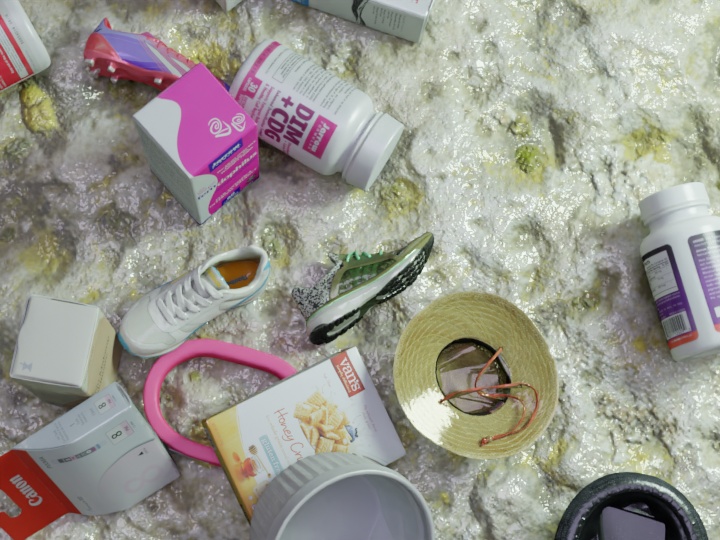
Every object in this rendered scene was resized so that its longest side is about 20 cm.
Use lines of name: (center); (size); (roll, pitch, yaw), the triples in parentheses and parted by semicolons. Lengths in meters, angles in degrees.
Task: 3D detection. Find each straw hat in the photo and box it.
straw hat: (0.129, 0.128, 1.395); (0.201, 0.085, 0.201); (1, 82, -6)

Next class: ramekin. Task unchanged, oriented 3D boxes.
ramekin: (-0.028, 0.295, 1.302); (0.200, 0.105, 0.200); (-6, 106, -24)

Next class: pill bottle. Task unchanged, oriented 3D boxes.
pill bottle: (-0.490, -0.253, 1.433); (0.200, 0.112, 0.112); (-30, 80, -10)
pill bottle: (-0.056, -0.187, 1.442); (0.200, 0.113, 0.113); (30, 77, 4)
pill bottle: (0.404, 0.001, 1.427); (0.111, 0.111, 0.200); (-13, 78, -6)

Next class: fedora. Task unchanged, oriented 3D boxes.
fedora: (0.302, 0.334, 1.353); (0.200, 0.092, 0.201); (1, 77, -3)

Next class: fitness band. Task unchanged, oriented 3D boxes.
fitness band: (-0.158, 0.159, 1.396); (0.200, 0.037, 0.144); (15, 76, -1)

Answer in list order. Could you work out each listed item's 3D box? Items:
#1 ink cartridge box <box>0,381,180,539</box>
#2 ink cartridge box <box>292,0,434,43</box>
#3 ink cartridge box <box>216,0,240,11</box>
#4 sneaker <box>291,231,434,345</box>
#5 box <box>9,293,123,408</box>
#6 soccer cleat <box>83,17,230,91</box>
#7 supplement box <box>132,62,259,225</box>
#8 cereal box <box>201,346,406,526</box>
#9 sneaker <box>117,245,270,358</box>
ink cartridge box: (-0.317, 0.230, 1.307); (0.200, 0.163, 0.057); (-36, 53, -12)
ink cartridge box: (0.009, -0.398, 1.511); (0.200, 0.084, 0.145); (19, 76, 1)
ink cartridge box: (-0.202, -0.447, 1.471); (0.084, 0.145, 0.200); (-40, 83, -13)
sneaker: (0.000, 0.000, 1.428); (0.200, 0.077, 0.089); (-35, 73, -13)
box: (-0.323, 0.097, 1.315); (0.078, 0.200, 0.095); (10, 76, -1)
soccer cleat: (-0.248, -0.258, 1.476); (0.200, 0.067, 0.077); (17, 72, 3)
supplement box: (-0.188, -0.143, 1.380); (0.101, 0.200, 0.103); (-41, 82, -11)
cereal box: (-0.064, 0.193, 1.364); (0.200, 0.040, 0.144); (-26, 91, -18)
sneaker: (-0.196, 0.030, 1.382); (0.200, 0.081, 0.077); (-32, 78, -24)
